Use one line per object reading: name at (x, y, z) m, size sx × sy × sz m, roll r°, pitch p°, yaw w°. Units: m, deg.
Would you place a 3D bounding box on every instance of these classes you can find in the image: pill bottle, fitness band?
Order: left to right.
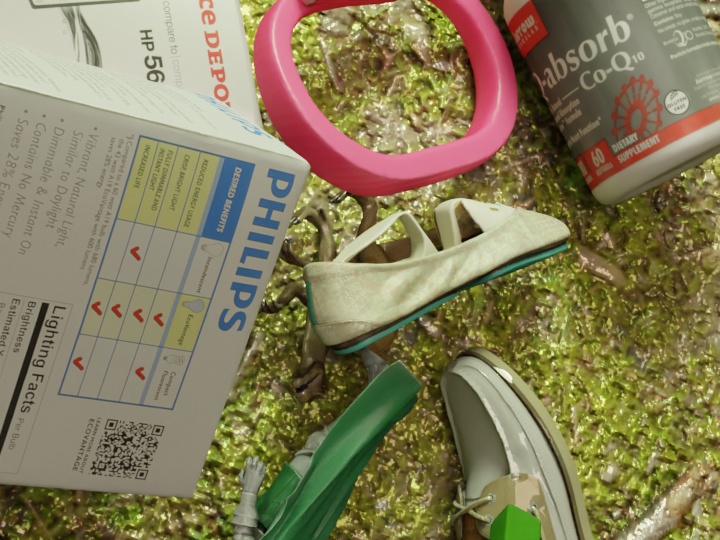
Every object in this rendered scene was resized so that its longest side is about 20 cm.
fitness band at (0.022, -0.122, 0.845) m, size 0.199 × 0.037 × 0.144 m, roll -19°, pitch 84°, yaw -43°
pill bottle at (0.163, -0.155, 0.886) m, size 0.115 × 0.116 × 0.201 m, roll -24°, pitch 84°, yaw -19°

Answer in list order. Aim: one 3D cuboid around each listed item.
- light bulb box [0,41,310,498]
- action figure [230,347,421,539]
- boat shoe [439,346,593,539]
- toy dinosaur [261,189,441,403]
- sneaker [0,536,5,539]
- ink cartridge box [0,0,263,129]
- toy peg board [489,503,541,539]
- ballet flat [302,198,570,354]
light bulb box at (-0.163, -0.004, 0.686) m, size 0.199 × 0.125 × 0.199 m, roll 12°, pitch 106°, yaw -34°
action figure at (-0.042, 0.137, 0.780) m, size 0.055 × 0.118 × 0.200 m, roll 34°, pitch 78°, yaw 20°
boat shoe at (0.092, 0.146, 0.817) m, size 0.068 × 0.075 × 0.201 m, roll -24°, pitch 85°, yaw -24°
toy dinosaur at (0.000, 0.000, 0.847) m, size 0.200 × 0.058 × 0.101 m, roll -43°, pitch 108°, yaw -32°
sneaker at (-0.190, 0.202, 0.723) m, size 0.070 × 0.082 × 0.200 m, roll -36°, pitch 88°, yaw -19°
ink cartridge box at (-0.169, -0.123, 0.805) m, size 0.199 × 0.084 × 0.147 m, roll -8°, pitch 80°, yaw -17°
toy peg board at (0.106, 0.247, 0.764) m, size 0.199 × 0.200 × 0.098 m, roll 30°, pitch 31°, yaw -6°
ballet flat at (0.050, -0.012, 0.810) m, size 0.199 × 0.067 × 0.063 m, roll -24°, pitch 94°, yaw -37°
